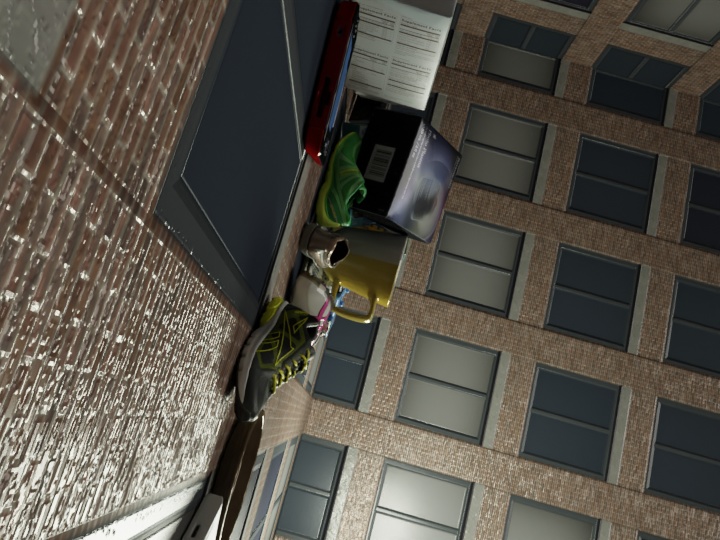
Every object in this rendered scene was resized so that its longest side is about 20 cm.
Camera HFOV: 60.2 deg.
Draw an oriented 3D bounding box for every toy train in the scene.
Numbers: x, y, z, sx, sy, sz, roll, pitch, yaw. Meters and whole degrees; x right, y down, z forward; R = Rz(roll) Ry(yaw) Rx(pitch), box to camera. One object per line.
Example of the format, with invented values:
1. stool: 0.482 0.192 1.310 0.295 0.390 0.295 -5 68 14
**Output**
1. toy train: -0.074 0.053 1.397 0.201 0.086 0.115 110 2 -47

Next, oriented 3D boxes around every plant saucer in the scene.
1. plant saucer: -0.179 0.295 0.883 0.200 0.029 0.203 15 89 -88

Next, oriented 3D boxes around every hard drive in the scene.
1. hard drive: -0.207 0.387 0.728 0.132 0.026 0.203 -71 176 -74

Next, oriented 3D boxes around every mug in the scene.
1. mug: 0.003 -0.010 1.257 0.187 0.151 0.151 -67 173 -58

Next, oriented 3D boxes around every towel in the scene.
1. towel: -0.087 -0.018 1.227 0.193 0.034 0.203 101 4 -77

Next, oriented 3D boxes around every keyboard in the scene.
1. keyboard: 0.050 -0.385 1.316 0.021 0.125 0.202 62 34 -46

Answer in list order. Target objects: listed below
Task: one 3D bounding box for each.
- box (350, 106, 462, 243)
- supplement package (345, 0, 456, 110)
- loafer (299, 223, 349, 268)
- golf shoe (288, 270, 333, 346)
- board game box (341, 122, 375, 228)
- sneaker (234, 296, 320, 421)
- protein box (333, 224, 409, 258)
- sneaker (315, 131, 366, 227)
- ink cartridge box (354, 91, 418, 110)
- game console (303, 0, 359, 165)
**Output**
1. box: 0.088 -0.184 1.236 0.198 0.122 0.203 22 89 -57
2. supplement package: 0.067 -0.395 0.982 0.201 0.148 0.154 103 3 -65
3. loafer: -0.051 -0.035 1.111 0.200 0.062 0.073 25 85 -75
4. golf shoe: -0.096 0.085 1.080 0.092 0.072 0.201 -51 160 -34
5. board game box: 0.017 -0.198 1.278 0.150 0.046 0.203 -16 118 -51
6. sneaker: -0.103 0.110 0.797 0.201 0.083 0.075 -74 178 -50
7. protein box: 0.026 -0.097 1.617 0.199 0.197 0.137 102 3 -72
8. sneaker: -0.025 -0.162 1.143 0.074 0.082 0.203 102 2 -66
9. ink cartridge box: 0.076 -0.425 1.187 0.201 0.142 0.085 103 1 -53
10. game console: -0.035 -0.250 0.859 0.177 0.031 0.203 -57 162 -86
